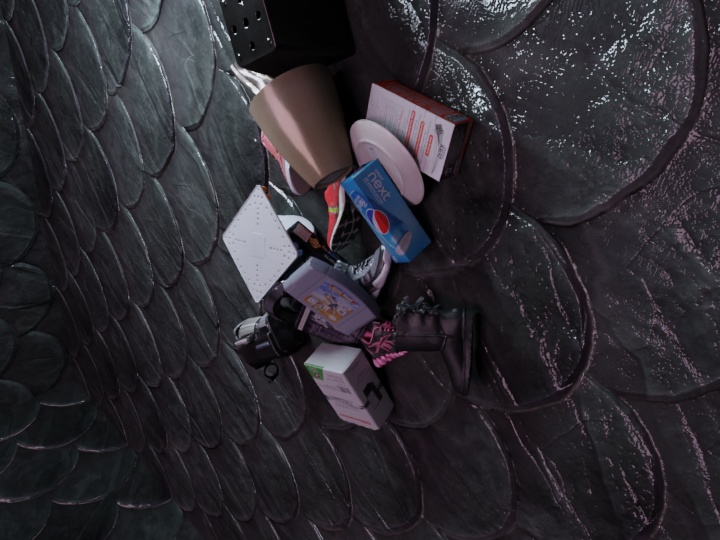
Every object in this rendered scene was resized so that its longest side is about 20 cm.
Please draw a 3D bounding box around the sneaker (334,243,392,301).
[{"bbox_3d":[0.000,0.000,1.271,0.113,0.076,0.201,20,135,-4],"label":"sneaker"}]

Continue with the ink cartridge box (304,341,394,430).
[{"bbox_3d":[-0.025,0.281,1.419,0.146,0.083,0.201,3,131,45],"label":"ink cartridge box"}]

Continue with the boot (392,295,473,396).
[{"bbox_3d":[0.147,0.154,1.178,0.160,0.073,0.201,2,107,13],"label":"boot"}]

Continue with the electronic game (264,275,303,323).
[{"bbox_3d":[-0.133,0.068,1.398,0.201,0.198,0.042,-56,39,45],"label":"electronic game"}]

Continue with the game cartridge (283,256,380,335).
[{"bbox_3d":[-0.059,0.058,1.278,0.199,0.042,0.133,37,140,-17],"label":"game cartridge"}]

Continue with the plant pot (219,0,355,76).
[{"bbox_3d":[-0.156,-0.495,1.149,0.199,0.177,0.202,-2,108,45],"label":"plant pot"}]

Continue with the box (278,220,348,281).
[{"bbox_3d":[-0.147,-0.021,1.419,0.159,0.046,0.199,40,142,-17],"label":"box"}]

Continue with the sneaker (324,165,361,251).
[{"bbox_3d":[-0.045,-0.143,1.293,0.085,0.076,0.202,30,118,40],"label":"sneaker"}]

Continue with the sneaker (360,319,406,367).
[{"bbox_3d":[0.067,0.144,1.293,0.096,0.079,0.200,51,137,0],"label":"sneaker"}]

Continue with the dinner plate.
[{"bbox_3d":[0.044,-0.202,1.133,0.200,0.024,0.201,41,159,20],"label":"dinner plate"}]

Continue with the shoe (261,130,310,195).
[{"bbox_3d":[-0.174,-0.275,1.360,0.090,0.071,0.203,-1,103,48],"label":"shoe"}]

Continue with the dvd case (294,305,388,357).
[{"bbox_3d":[-0.048,0.127,1.380,0.198,0.016,0.149,23,136,-4],"label":"dvd case"}]

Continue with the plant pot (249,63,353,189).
[{"bbox_3d":[-0.099,-0.277,1.185,0.187,0.186,0.202,-32,85,49],"label":"plant pot"}]

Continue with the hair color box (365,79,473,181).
[{"bbox_3d":[0.101,-0.263,1.077,0.199,0.064,0.112,38,133,30],"label":"hair color box"}]

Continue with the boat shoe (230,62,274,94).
[{"bbox_3d":[-0.236,-0.442,1.347,0.060,0.072,0.200,-47,52,5],"label":"boat shoe"}]

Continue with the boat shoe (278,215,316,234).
[{"bbox_3d":[-0.186,-0.100,1.468,0.198,0.069,0.057,16,156,33],"label":"boat shoe"}]

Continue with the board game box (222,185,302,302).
[{"bbox_3d":[-0.233,-0.061,1.365,0.200,0.026,0.201,-45,68,37],"label":"board game box"}]

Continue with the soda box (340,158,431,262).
[{"bbox_3d":[0.051,-0.113,1.146,0.201,0.068,0.064,54,160,-15],"label":"soda box"}]

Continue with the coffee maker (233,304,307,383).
[{"bbox_3d":[-0.240,0.204,1.638,0.192,0.135,0.199,48,143,-16],"label":"coffee maker"}]
